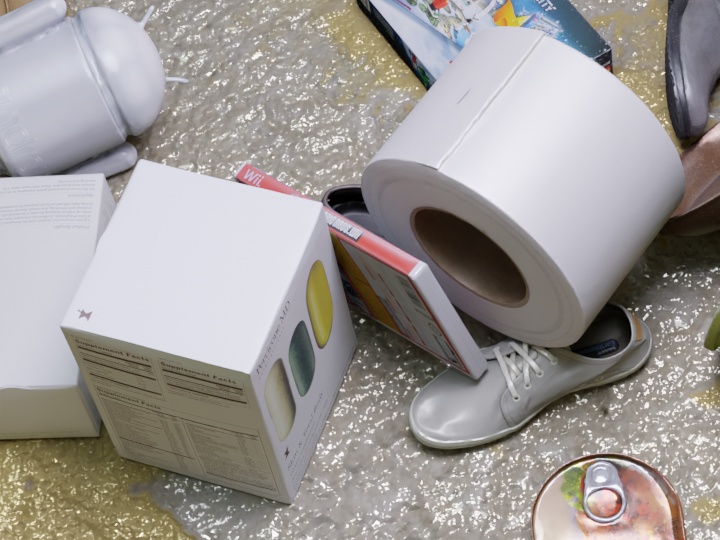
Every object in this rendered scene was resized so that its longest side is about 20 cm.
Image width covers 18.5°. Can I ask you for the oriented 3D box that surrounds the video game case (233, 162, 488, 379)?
[{"bbox_3d":[0.000,0.000,1.673,0.200,0.143,0.017,30,73,38],"label":"video game case"}]

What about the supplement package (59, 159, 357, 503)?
[{"bbox_3d":[-0.107,0.048,1.647,0.150,0.200,0.152,14,61,17],"label":"supplement package"}]

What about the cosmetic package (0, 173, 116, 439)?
[{"bbox_3d":[-0.254,0.027,1.751,0.107,0.085,0.201,-1,58,8],"label":"cosmetic package"}]

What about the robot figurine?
[{"bbox_3d":[-0.245,-0.144,1.821,0.199,0.170,0.113,-25,34,-1],"label":"robot figurine"}]

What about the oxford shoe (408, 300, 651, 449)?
[{"bbox_3d":[0.127,0.074,1.682,0.199,0.058,0.075,-22,60,-3],"label":"oxford shoe"}]

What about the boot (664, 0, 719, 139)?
[{"bbox_3d":[0.316,-0.193,1.816,0.131,0.070,0.201,2,55,8],"label":"boot"}]

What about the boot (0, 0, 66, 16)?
[{"bbox_3d":[-0.336,-0.223,1.941,0.174,0.066,0.201,-7,57,-11],"label":"boot"}]

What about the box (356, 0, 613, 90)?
[{"bbox_3d":[0.102,-0.207,1.878,0.136,0.038,0.200,-30,58,-11],"label":"box"}]

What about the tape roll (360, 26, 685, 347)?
[{"bbox_3d":[0.119,-0.060,1.627,0.202,0.203,0.139,30,68,24],"label":"tape roll"}]

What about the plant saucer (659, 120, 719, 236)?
[{"bbox_3d":[0.301,-0.086,1.709,0.200,0.200,0.037,-43,101,-18],"label":"plant saucer"}]

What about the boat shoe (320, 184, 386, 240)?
[{"bbox_3d":[0.057,-0.026,1.746,0.199,0.073,0.075,5,58,11],"label":"boat shoe"}]

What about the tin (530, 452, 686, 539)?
[{"bbox_3d":[0.181,0.227,1.588,0.111,0.042,0.201,-4,57,1],"label":"tin"}]

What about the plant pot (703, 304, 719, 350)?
[{"bbox_3d":[0.380,0.020,1.616,0.184,0.201,0.201,33,67,13],"label":"plant pot"}]
